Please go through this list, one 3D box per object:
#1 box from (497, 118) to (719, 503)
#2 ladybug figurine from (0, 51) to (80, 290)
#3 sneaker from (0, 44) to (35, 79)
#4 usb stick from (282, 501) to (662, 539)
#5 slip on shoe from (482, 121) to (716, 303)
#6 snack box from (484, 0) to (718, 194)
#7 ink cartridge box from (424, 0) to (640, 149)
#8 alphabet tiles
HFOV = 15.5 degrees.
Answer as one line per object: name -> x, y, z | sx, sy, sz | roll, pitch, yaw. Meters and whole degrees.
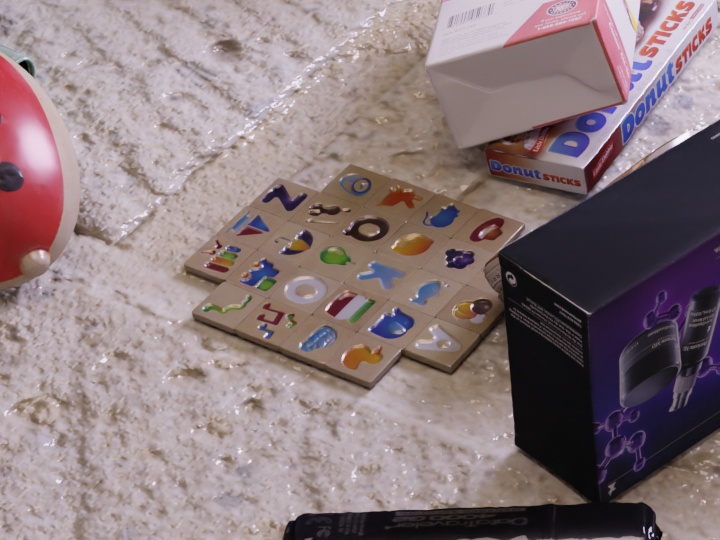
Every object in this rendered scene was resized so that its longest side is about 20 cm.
box -> 0.177, 0.015, 1.447 | 0.200, 0.142, 0.079 | -30, 46, -25
ladybug figurine -> -0.253, -0.072, 1.635 | 0.136, 0.072, 0.200 | -45, 65, 2
sneaker -> -0.253, -0.148, 1.768 | 0.118, 0.074, 0.201 | 4, 50, 24
usb stick -> 0.059, 0.144, 1.390 | 0.199, 0.033, 0.055 | -2, 19, 6
slip on shoe -> 0.159, -0.024, 1.566 | 0.200, 0.076, 0.061 | -31, 84, -37
snack box -> 0.157, -0.119, 1.704 | 0.072, 0.024, 0.200 | 13, 44, 28
ink cartridge box -> 0.116, -0.168, 1.707 | 0.116, 0.068, 0.200 | -14, 30, 20
alphabet tiles -> 0.000, 0.000, 1.601 | 0.199, 0.006, 0.166 | 20, 46, 30
